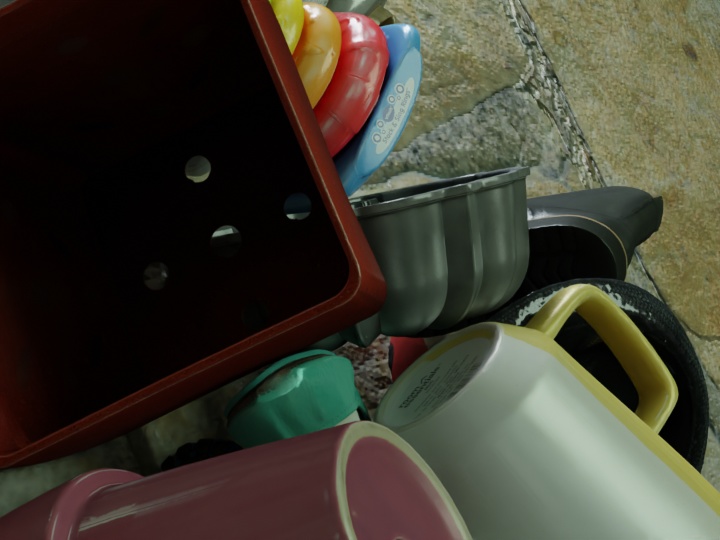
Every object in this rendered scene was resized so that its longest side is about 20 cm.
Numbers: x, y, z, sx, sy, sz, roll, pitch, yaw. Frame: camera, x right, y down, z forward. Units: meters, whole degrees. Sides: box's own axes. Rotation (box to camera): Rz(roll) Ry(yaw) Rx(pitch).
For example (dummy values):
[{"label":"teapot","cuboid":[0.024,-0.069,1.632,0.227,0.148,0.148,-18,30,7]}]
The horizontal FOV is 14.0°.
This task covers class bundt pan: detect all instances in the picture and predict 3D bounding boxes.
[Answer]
[{"label":"bundt pan","cuboid":[0.000,0.000,1.585,0.202,0.201,0.076,-17,96,-68]}]

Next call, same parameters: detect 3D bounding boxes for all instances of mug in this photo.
[{"label":"mug","cuboid":[0.085,0.102,1.523,0.153,0.149,0.187,50,16,-18]}]

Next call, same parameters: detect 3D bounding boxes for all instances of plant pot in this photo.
[{"label":"plant pot","cuboid":[-0.093,-0.025,1.415,0.200,0.200,0.176,68,14,15]},{"label":"plant pot","cuboid":[-0.046,0.161,1.297,0.200,0.179,0.200,49,24,-31]}]

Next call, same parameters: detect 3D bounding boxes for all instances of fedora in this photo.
[{"label":"fedora","cuboid":[0.098,0.093,1.648,0.200,0.092,0.201,-4,97,-33]}]

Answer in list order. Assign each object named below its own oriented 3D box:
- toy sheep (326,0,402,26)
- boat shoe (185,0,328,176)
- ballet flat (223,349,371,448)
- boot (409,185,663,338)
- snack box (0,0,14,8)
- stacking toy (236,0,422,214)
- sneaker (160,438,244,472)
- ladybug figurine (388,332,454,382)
[{"label":"toy sheep","cuboid":[-0.052,-0.173,1.753,0.200,0.138,0.138,34,23,4]},{"label":"boat shoe","cuboid":[-0.058,-0.143,1.661,0.071,0.200,0.069,32,-6,28]},{"label":"ballet flat","cuboid":[-0.021,0.080,1.465,0.070,0.067,0.200,56,1,4]},{"label":"boot","cuboid":[0.075,-0.014,1.750,0.138,0.200,0.078,-38,130,-64]},{"label":"snack box","cuboid":[-0.202,-0.221,1.551,0.169,0.068,0.200,23,42,-58]},{"label":"stacking toy","cuboid":[-0.074,-0.125,1.542,0.200,0.110,0.116,36,66,-28]},{"label":"sneaker","cuboid":[-0.030,0.176,1.460,0.085,0.077,0.200,15,51,-67]},{"label":"ladybug figurine","cuboid":[0.071,0.052,1.825,0.136,0.072,0.200,64,21,3]}]
